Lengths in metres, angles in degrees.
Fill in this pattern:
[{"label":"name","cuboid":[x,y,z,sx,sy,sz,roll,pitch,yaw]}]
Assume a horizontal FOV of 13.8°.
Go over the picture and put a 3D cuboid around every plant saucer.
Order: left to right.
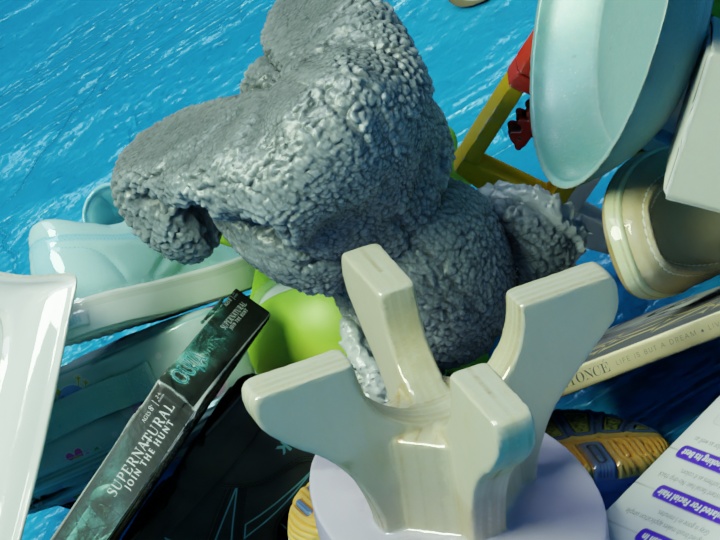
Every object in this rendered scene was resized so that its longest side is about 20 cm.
[{"label":"plant saucer","cuboid":[0.135,-0.136,1.472,0.200,0.036,0.201,-170,90,-75]}]

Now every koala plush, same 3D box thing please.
[{"label":"koala plush","cuboid":[0.008,-0.025,1.511,0.177,0.200,0.184,-44,20,-11]}]

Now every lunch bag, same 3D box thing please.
[{"label":"lunch bag","cuboid":[-0.132,0.080,1.710,0.199,0.077,0.160,-25,-2,22]}]

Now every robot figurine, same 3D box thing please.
[{"label":"robot figurine","cuboid":[0.000,0.000,1.649,0.115,0.175,0.201,-26,44,41]}]

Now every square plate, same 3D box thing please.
[{"label":"square plate","cuboid":[-0.212,0.095,1.591,0.198,0.028,0.201,2,78,68]}]

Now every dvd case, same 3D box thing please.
[{"label":"dvd case","cuboid":[0.179,0.021,1.510,0.199,0.016,0.149,-23,1,27]}]

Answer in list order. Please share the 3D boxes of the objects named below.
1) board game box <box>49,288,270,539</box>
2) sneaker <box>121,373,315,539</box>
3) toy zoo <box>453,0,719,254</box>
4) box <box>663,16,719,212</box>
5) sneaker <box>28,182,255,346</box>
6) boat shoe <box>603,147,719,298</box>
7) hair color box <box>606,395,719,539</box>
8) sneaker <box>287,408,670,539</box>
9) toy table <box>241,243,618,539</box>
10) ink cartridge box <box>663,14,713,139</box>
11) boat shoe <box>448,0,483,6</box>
[{"label":"board game box","cuboid":[-0.125,0.112,1.550,0.200,0.028,0.135,-55,-1,24]},{"label":"sneaker","cuboid":[-0.079,0.140,1.611,0.200,0.079,0.076,-51,7,44]},{"label":"toy zoo","cuboid":[0.140,-0.084,1.616,0.200,0.131,0.020,-57,17,27]},{"label":"box","cuboid":[0.252,-0.053,1.430,0.068,0.199,0.083,-70,-3,-68]},{"label":"sneaker","cuboid":[-0.113,-0.015,1.670,0.074,0.082,0.200,-18,-1,29]},{"label":"boat shoe","cuboid":[0.191,-0.035,1.522,0.065,0.073,0.200,-14,2,35]},{"label":"hair color box","cuboid":[0.195,0.108,1.391,0.200,0.065,0.109,-42,28,-15]},{"label":"sneaker","cuboid":[0.063,0.131,1.497,0.199,0.089,0.075,-13,21,-7]},{"label":"toy table","cuboid":[0.038,0.074,1.385,0.183,0.118,0.200,-24,32,-26]},{"label":"ink cartridge box","cuboid":[0.182,-0.161,1.667,0.083,0.200,0.147,-25,30,17]},{"label":"boat shoe","cuboid":[0.130,-0.258,2.013,0.199,0.065,0.072,-32,28,7]}]
